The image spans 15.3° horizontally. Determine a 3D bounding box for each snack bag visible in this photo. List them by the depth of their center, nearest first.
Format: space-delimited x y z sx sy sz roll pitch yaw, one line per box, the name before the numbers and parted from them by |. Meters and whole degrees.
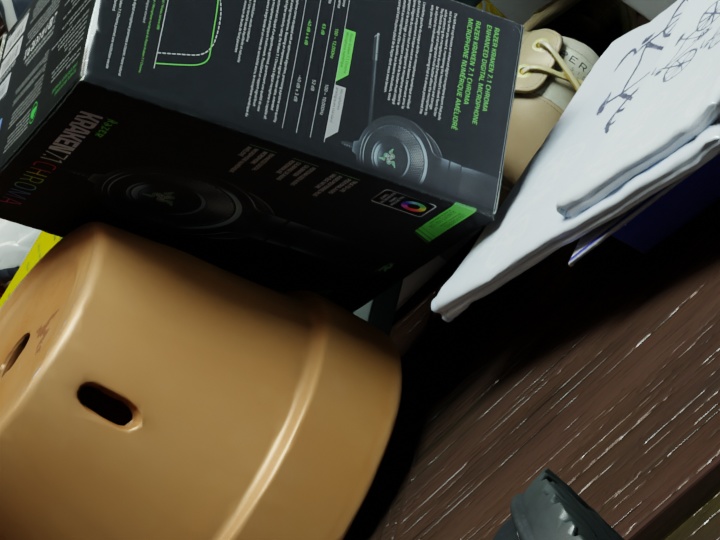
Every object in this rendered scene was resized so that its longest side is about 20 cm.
snack bag | 0.119 -0.078 1.073 0.200 0.021 0.189 -35 17 53

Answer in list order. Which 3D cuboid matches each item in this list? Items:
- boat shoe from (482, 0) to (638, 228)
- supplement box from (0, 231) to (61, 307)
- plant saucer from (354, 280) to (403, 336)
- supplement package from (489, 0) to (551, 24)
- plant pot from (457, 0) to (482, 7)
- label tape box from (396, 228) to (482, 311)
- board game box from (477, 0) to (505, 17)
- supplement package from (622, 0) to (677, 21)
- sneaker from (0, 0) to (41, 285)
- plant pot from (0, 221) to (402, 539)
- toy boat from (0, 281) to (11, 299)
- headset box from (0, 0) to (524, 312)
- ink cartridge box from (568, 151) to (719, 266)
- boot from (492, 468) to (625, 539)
boat shoe | 0.086 -0.084 1.266 0.066 0.074 0.200 -47 9 31
supplement box | -0.135 0.072 1.321 0.200 0.109 0.109 -56 25 19
plant saucer | 0.000 0.000 1.263 0.070 0.019 0.201 -21 49 55
supplement package | 0.115 -0.264 1.465 0.191 0.200 0.147 -51 11 -24
plant pot | -0.005 -0.186 1.294 0.199 0.142 0.141 -29 -24 -1
label tape box | 0.005 -0.025 1.404 0.200 0.063 0.144 -44 11 28
board game box | 0.089 -0.218 1.665 0.103 0.105 0.200 -53 11 -24
supplement package | 0.178 -0.222 1.234 0.200 0.109 0.114 -52 -7 -21
sneaker | -0.167 -0.100 1.395 0.199 0.129 0.080 -48 11 4
plant pot | -0.097 0.073 1.160 0.200 0.140 0.200 -48 18 21
toy boat | -0.216 0.103 1.448 0.130 0.201 0.131 -15 30 -20
headset box | -0.046 -0.063 1.155 0.174 0.199 0.093 -34 43 61
ink cartridge box | 0.148 -0.070 1.077 0.095 0.037 0.200 -39 11 36
boot | 0.020 0.149 0.671 0.168 0.076 0.200 -42 17 8
